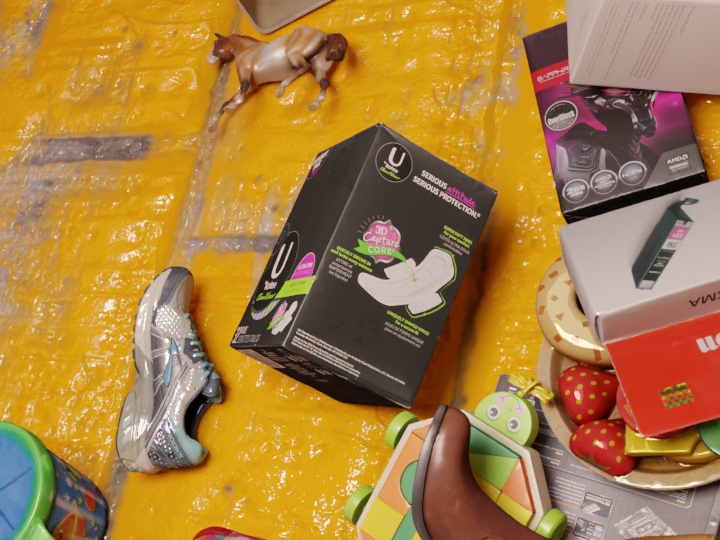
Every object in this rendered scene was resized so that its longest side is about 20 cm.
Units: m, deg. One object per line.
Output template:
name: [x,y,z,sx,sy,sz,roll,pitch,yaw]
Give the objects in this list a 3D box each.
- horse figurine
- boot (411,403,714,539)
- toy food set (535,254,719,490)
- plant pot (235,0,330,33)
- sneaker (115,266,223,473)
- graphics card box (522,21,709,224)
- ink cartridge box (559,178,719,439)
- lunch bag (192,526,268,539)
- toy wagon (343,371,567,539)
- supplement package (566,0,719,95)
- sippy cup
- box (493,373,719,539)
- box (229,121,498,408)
horse figurine: [-0.085,-0.212,1.167,0.200,0.050,0.133,-9,45,31]
boot: [0.136,0.186,0.758,0.200,0.068,0.189,0,87,13]
toy food set: [0.227,0.065,0.833,0.198,0.049,0.200,-5,60,22]
plant pot: [-0.077,-0.415,1.192,0.200,0.200,0.177,-24,47,14]
sneaker: [-0.168,0.094,1.063,0.086,0.078,0.200,1,73,13]
graphics card box: [0.223,-0.140,0.988,0.125,0.051,0.200,-16,61,18]
ink cartridge box: [0.262,0.013,0.792,0.200,0.044,0.174,-17,46,3]
lunch bag: [-0.071,0.307,0.872,0.200,0.082,0.176,10,107,30]
toy wagon: [0.078,0.167,0.844,0.155,0.040,0.200,30,96,30]
supplement package: [0.280,-0.227,0.915,0.200,0.121,0.120,5,63,-3]
sippy cup: [-0.306,0.221,1.023,0.140,0.130,0.178,-25,58,13]
box: [0.177,0.181,0.856,0.200,0.048,0.159,12,73,30]
box: [0.000,0.000,0.951,0.149,0.124,0.200,-9,54,66]
